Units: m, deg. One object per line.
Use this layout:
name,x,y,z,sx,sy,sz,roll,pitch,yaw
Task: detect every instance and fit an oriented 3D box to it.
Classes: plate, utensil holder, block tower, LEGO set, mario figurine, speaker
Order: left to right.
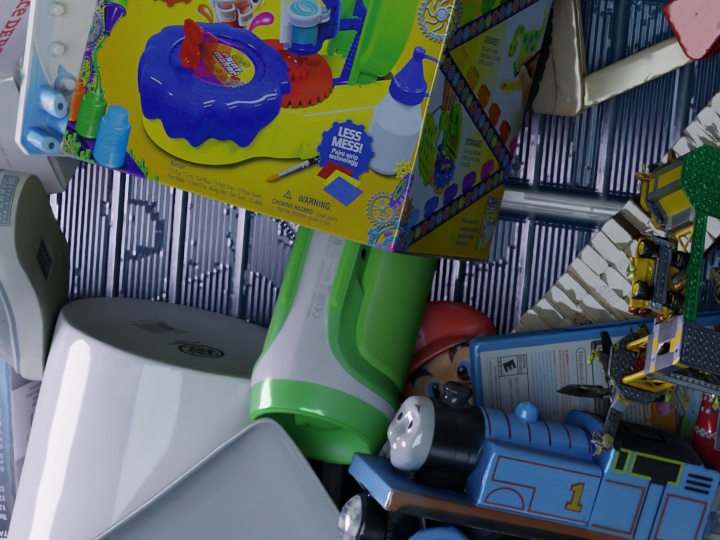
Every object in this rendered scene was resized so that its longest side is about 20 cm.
utensil holder,-0.116,0.134,1.508,0.169,0.170,0.201,17,102,15
plate,-0.079,0.202,1.424,0.200,0.032,0.200,-35,112,0
speaker,0.000,0.000,1.431,0.088,0.089,0.201,9,67,16
mario figurine,0.078,0.107,1.466,0.200,0.123,0.106,54,148,-3
block tower,0.170,-0.024,1.448,0.058,0.054,0.200,44,109,8
LEGO set,0.199,0.026,1.355,0.199,0.116,0.155,9,74,-25

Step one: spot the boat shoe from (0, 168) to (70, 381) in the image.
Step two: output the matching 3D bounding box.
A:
boat shoe,-0.208,-0.001,1.471,0.071,0.201,0.070,10,64,6

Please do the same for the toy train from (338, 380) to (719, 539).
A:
toy train,0.088,0.126,1.377,0.199,0.087,0.115,14,96,-19

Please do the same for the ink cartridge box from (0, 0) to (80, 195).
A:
ink cartridge box,-0.251,-0.097,1.516,0.199,0.146,0.084,-10,121,20

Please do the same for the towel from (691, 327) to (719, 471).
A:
towel,0.264,0.029,1.415,0.144,0.022,0.201,10,103,-10

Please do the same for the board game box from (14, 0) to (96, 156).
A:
board game box,-0.086,-0.157,1.447,0.026,0.199,0.201,24,109,53

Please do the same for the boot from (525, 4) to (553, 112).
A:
boot,0.032,-0.178,1.416,0.131,0.070,0.201,-3,85,22

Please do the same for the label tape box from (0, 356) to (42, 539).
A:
label tape box,-0.264,0.112,1.607,0.142,0.066,0.201,1,101,18

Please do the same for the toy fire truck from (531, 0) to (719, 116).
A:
toy fire truck,0.104,-0.137,1.453,0.200,0.049,0.141,-38,86,19

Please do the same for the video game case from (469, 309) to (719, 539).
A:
video game case,0.162,0.097,1.440,0.199,0.018,0.144,-6,102,-8

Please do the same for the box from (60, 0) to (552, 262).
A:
box,-0.021,-0.124,1.339,0.199,0.122,0.194,16,95,26
